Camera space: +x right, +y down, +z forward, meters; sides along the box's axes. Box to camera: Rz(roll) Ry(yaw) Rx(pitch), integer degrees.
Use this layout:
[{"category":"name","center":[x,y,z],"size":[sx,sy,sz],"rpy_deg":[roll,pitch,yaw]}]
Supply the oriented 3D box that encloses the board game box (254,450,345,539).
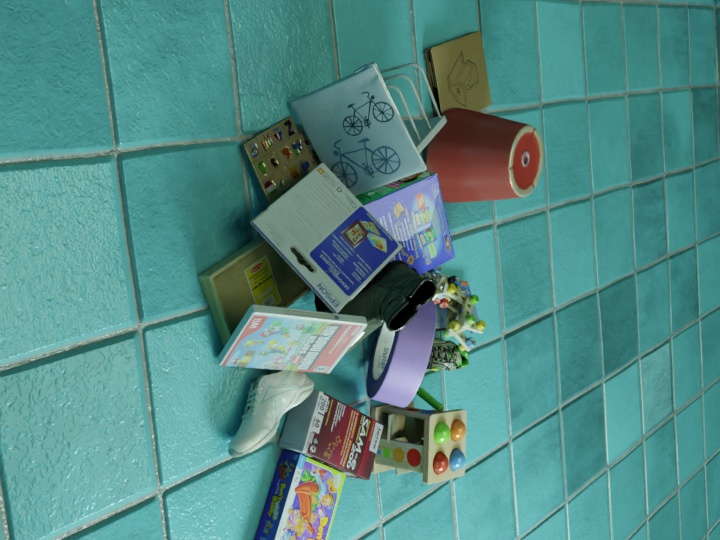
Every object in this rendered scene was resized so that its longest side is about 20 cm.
[{"category":"board game box","center":[-0.106,0.422,1.621],"size":[0.134,0.045,0.201],"rpy_deg":[35,65,-46]}]

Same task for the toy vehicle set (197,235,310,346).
[{"category":"toy vehicle set","center":[-0.166,0.021,1.544],"size":[0.200,0.026,0.125],"rpy_deg":[-37,119,-44]}]

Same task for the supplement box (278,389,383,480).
[{"category":"supplement box","center":[-0.048,0.289,1.676],"size":[0.200,0.061,0.110],"rpy_deg":[35,64,-47]}]

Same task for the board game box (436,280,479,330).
[{"category":"board game box","center":[0.171,0.070,1.942],"size":[0.199,0.019,0.104],"rpy_deg":[3,69,-51]}]

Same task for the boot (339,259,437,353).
[{"category":"boot","center":[0.029,0.070,1.547],"size":[0.200,0.131,0.068],"rpy_deg":[-47,113,0]}]

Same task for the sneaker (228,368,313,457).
[{"category":"sneaker","center":[-0.158,0.218,1.542],"size":[0.080,0.070,0.200],"rpy_deg":[56,46,-17]}]

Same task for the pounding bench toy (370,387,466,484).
[{"category":"pounding bench toy","center":[0.117,0.285,1.803],"size":[0.124,0.155,0.202],"rpy_deg":[2,90,-51]}]

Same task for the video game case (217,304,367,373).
[{"category":"video game case","center":[-0.106,0.111,1.500],"size":[0.199,0.143,0.018],"rpy_deg":[8,48,-30]}]

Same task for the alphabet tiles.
[{"category":"alphabet tiles","center":[-0.104,-0.171,1.609],"size":[0.200,0.008,0.168],"rpy_deg":[-41,114,-47]}]

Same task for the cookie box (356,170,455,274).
[{"category":"cookie box","center":[0.058,-0.069,1.731],"size":[0.199,0.075,0.172],"rpy_deg":[-25,113,-25]}]

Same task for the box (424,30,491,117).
[{"category":"box","center":[0.206,-0.398,1.990],"size":[0.200,0.021,0.165],"rpy_deg":[-32,116,-47]}]

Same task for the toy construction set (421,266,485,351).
[{"category":"toy construction set","center":[0.162,0.060,1.851],"size":[0.200,0.092,0.132],"rpy_deg":[44,36,-44]}]

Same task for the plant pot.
[{"category":"plant pot","center":[0.258,-0.226,1.923],"size":[0.200,0.176,0.202],"rpy_deg":[-15,109,-51]}]

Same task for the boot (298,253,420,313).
[{"category":"boot","center":[0.000,0.001,1.630],"size":[0.203,0.073,0.155],"rpy_deg":[-26,110,-17]}]

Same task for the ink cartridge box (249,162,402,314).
[{"category":"ink cartridge box","center":[-0.058,-0.049,1.543],"size":[0.198,0.047,0.200],"rpy_deg":[47,53,-1]}]

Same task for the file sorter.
[{"category":"file sorter","center":[0.035,-0.260,1.680],"size":[0.200,0.138,0.125],"rpy_deg":[-51,125,-45]}]

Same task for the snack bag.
[{"category":"snack bag","center":[-0.007,-0.226,1.583],"size":[0.201,0.188,0.021],"rpy_deg":[61,37,-16]}]

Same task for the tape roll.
[{"category":"tape roll","center":[0.071,0.139,1.712],"size":[0.065,0.200,0.201],"rpy_deg":[15,76,-9]}]

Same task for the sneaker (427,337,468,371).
[{"category":"sneaker","center":[0.150,0.159,1.879],"size":[0.200,0.085,0.079],"rpy_deg":[11,80,-59]}]
